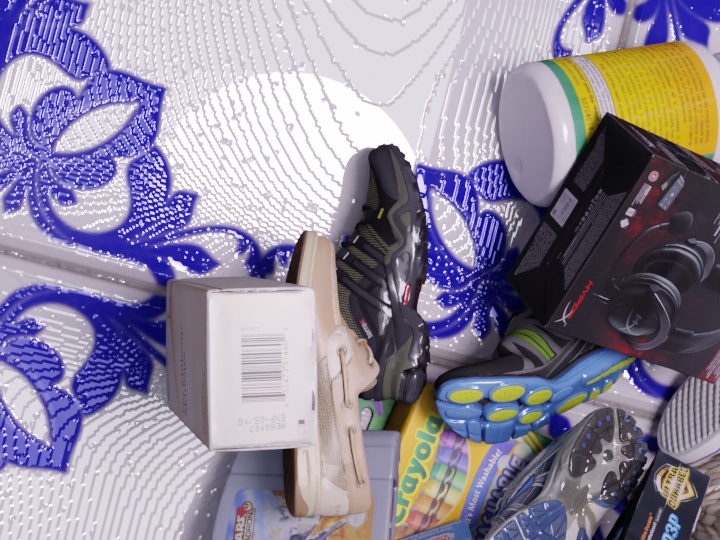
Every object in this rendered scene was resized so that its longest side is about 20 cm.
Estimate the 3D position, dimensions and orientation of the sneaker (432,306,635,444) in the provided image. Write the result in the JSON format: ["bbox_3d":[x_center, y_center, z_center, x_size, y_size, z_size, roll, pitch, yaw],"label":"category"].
[{"bbox_3d":[0.127,0.073,1.024,0.199,0.071,0.083,-17,53,-37],"label":"sneaker"}]

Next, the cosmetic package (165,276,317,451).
[{"bbox_3d":[-0.086,0.058,0.912,0.073,0.200,0.104,-1,91,-16],"label":"cosmetic package"}]

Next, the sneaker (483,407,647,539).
[{"bbox_3d":[0.133,0.190,0.979,0.077,0.085,0.200,47,66,-6],"label":"sneaker"}]

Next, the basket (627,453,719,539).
[{"bbox_3d":[0.344,0.221,1.042,0.199,0.198,0.162,-16,94,-14],"label":"basket"}]

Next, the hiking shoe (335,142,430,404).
[{"bbox_3d":[0.000,0.000,0.997,0.100,0.076,0.201,-2,75,6],"label":"hiking shoe"}]

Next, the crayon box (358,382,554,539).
[{"bbox_3d":[0.075,0.168,1.038,0.199,0.052,0.126,25,85,-15],"label":"crayon box"}]

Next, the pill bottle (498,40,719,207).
[{"bbox_3d":[0.219,-0.119,1.040,0.199,0.113,0.114,-10,94,-16],"label":"pill bottle"}]

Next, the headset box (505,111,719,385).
[{"bbox_3d":[0.234,-0.010,0.998,0.199,0.077,0.149,19,112,-29],"label":"headset box"}]

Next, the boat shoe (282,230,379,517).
[{"bbox_3d":[-0.022,0.072,0.943,0.064,0.071,0.201,0,86,-10],"label":"boat shoe"}]

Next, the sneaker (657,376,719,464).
[{"bbox_3d":[0.343,0.105,1.081,0.200,0.073,0.114,-42,122,11],"label":"sneaker"}]

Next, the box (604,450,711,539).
[{"bbox_3d":[0.180,0.252,0.970,0.046,0.201,0.159,27,44,10],"label":"box"}]

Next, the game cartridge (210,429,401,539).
[{"bbox_3d":[-0.043,0.209,0.955,0.132,0.042,0.201,2,64,7],"label":"game cartridge"}]

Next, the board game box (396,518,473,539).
[{"bbox_3d":[0.036,0.304,1.008,0.150,0.037,0.201,-17,107,-2],"label":"board game box"}]
